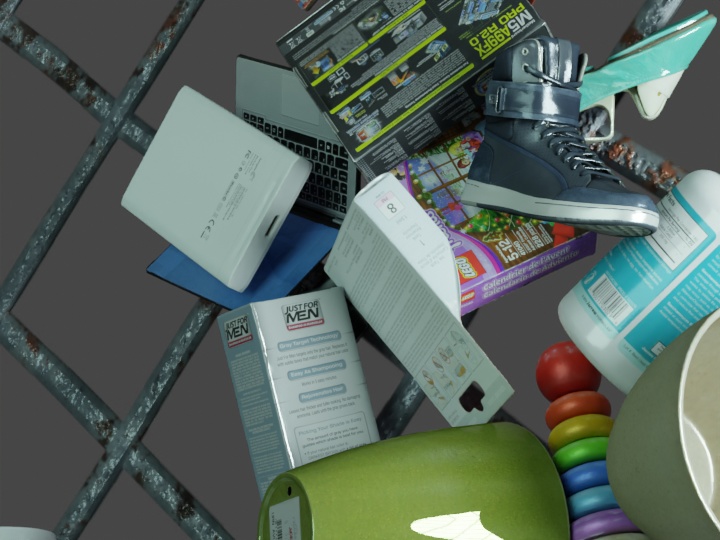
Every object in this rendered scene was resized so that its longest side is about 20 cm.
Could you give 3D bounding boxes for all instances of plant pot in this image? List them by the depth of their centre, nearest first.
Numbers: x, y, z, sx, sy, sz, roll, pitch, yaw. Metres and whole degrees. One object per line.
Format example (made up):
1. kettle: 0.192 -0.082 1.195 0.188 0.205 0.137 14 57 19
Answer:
1. plant pot: 0.028 0.208 1.300 0.187 0.198 0.189 -16 71 58

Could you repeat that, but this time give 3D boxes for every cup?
1. cup: 0.262 0.135 1.226 0.143 0.199 0.202 -29 57 55

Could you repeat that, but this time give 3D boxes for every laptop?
1. laptop: -0.101 -0.081 1.550 0.187 0.115 0.202 21 115 46

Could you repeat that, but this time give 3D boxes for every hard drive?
1. hard drive: -0.137 -0.079 1.558 0.200 0.027 0.133 34 96 45

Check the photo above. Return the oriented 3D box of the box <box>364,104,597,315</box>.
1. box: 0.094 -0.068 1.440 0.136 0.039 0.201 -25 57 -12

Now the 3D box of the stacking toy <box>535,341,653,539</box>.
1. stacking toy: 0.184 0.147 1.333 0.085 0.085 0.201 -24 57 26

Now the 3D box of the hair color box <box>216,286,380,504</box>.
1. hair color box: -0.046 0.123 1.438 0.060 0.098 0.202 -20 82 52

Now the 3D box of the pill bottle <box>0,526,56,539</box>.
1. pill bottle: -0.337 0.350 1.594 0.119 0.119 0.202 -13 68 31

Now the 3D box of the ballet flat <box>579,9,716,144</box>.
1. ballet flat: 0.212 -0.150 1.410 0.199 0.067 0.071 -22 92 12

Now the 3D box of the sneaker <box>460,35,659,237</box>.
1. sneaker: 0.163 -0.107 1.311 0.202 0.076 0.148 18 94 51

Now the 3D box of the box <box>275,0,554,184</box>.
1. box: 0.045 -0.194 1.449 0.199 0.044 0.161 -36 58 4

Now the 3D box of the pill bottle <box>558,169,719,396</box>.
1. pill bottle: 0.257 0.000 1.303 0.200 0.111 0.111 -45 55 14

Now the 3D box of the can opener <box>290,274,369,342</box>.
1. can opener: 0.000 0.000 1.522 0.200 0.079 0.063 -47 16 10

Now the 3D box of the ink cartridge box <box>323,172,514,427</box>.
1. ink cartridge box: 0.056 0.033 1.393 0.057 0.163 0.200 -40 81 -22

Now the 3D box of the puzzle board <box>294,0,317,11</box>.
1. puzzle board: -0.033 -0.378 1.683 0.200 0.017 0.151 -49 55 11

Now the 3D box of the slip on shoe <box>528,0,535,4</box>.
1. slip on shoe: 0.102 -0.220 1.506 0.200 0.074 0.061 -48 51 7
